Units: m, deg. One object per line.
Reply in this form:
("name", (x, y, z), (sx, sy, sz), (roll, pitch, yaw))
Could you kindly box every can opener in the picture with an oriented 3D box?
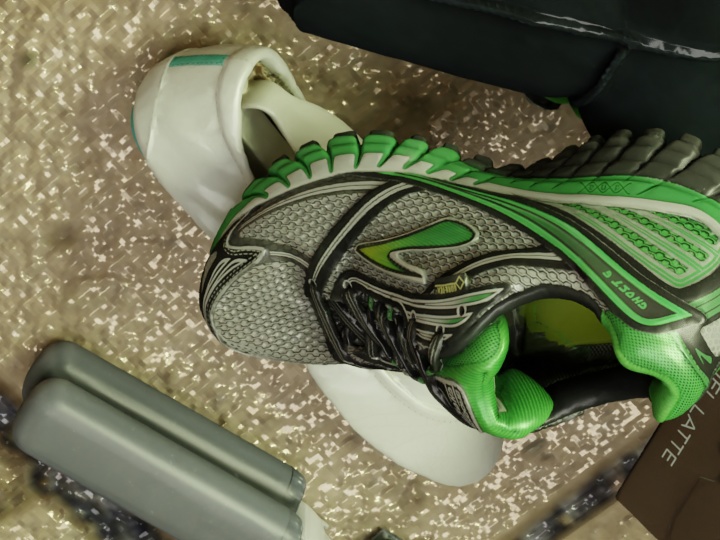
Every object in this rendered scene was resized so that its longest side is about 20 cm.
("can opener", (-0.047, 0.100, 0.919), (0.200, 0.053, 0.067), (35, 112, -18))

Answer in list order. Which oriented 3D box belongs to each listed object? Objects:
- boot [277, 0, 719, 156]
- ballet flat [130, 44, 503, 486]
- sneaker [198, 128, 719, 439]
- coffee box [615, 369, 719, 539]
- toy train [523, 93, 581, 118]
("boot", (0.060, -0.071, 0.776), (0.167, 0.077, 0.201), (16, 143, 13))
("ballet flat", (0.000, 0.000, 0.854), (0.069, 0.070, 0.200), (-35, 111, 16))
("sneaker", (0.027, 0.007, 0.755), (0.199, 0.085, 0.078), (-4, 134, 36))
("coffee box", (0.196, 0.052, 0.826), (0.199, 0.080, 0.115), (-2, 127, -47))
("toy train", (0.121, -0.130, 0.811), (0.056, 0.042, 0.200), (22, 115, -24))
